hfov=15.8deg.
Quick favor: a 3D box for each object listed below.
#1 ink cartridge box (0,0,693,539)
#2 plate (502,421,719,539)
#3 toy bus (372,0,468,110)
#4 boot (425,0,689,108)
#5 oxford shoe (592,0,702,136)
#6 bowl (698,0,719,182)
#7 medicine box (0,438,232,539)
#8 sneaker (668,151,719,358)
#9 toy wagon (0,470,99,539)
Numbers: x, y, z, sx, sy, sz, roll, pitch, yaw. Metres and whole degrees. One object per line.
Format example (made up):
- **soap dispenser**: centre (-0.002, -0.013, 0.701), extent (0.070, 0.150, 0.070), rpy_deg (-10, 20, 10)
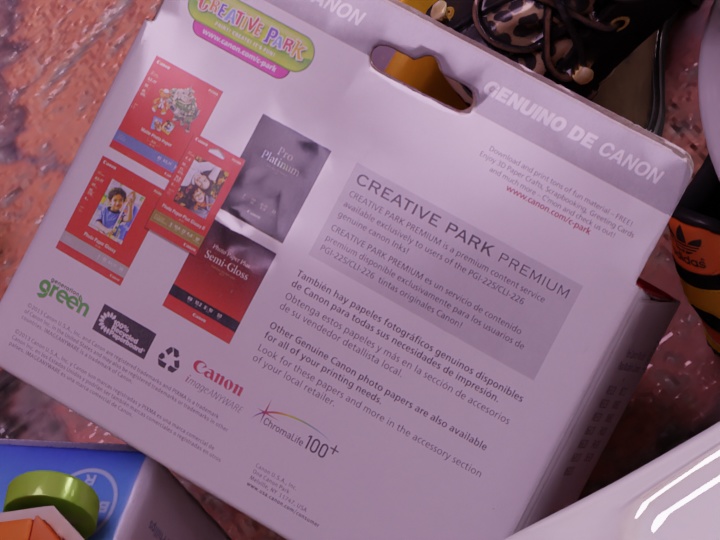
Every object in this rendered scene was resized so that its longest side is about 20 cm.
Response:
- **ink cartridge box**: centre (0.000, 0.000, 0.895), extent (0.199, 0.084, 0.177), rpy_deg (30, 94, 16)
- **plate**: centre (0.160, 0.092, 0.712), extent (0.199, 0.033, 0.199), rpy_deg (-26, 49, -35)
- **toy bus**: centre (-0.005, -0.044, 0.986), extent (0.078, 0.065, 0.201), rpy_deg (38, 101, 46)
- **boot**: centre (0.086, -0.106, 0.863), extent (0.151, 0.073, 0.200), rpy_deg (-43, 7, 28)
- **oxford shoe**: centre (0.083, -0.098, 1.012), extent (0.072, 0.085, 0.201), rpy_deg (3, 59, 29)
- **bowl**: centre (0.216, -0.072, 0.845), extent (0.199, 0.091, 0.203), rpy_deg (4, 62, -7)
- **medicine box**: centre (-0.155, 0.169, 0.925), extent (0.181, 0.103, 0.201), rpy_deg (1, 55, 30)
- **sneaker**: centre (0.181, -0.061, 0.920), extent (0.070, 0.090, 0.200), rpy_deg (26, 71, 41)
- **toy wagon**: centre (-0.122, 0.137, 0.833), extent (0.198, 0.040, 0.156), rpy_deg (-10, 52, 22)
